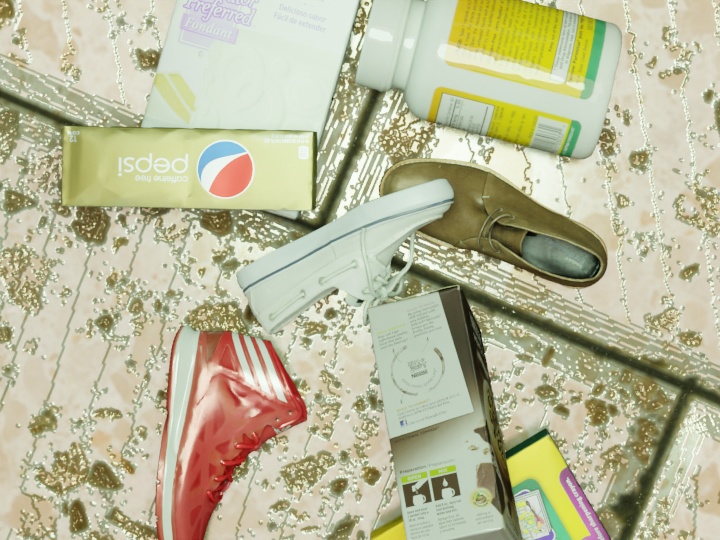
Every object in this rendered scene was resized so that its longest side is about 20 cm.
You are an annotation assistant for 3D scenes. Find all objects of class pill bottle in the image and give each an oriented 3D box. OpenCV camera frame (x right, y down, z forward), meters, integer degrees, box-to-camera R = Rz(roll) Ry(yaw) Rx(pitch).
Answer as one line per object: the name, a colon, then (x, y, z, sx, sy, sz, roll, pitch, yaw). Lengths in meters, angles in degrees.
pill bottle: (0.101, -0.165, 1.715, 0.199, 0.113, 0.114, 14, 92, 1)

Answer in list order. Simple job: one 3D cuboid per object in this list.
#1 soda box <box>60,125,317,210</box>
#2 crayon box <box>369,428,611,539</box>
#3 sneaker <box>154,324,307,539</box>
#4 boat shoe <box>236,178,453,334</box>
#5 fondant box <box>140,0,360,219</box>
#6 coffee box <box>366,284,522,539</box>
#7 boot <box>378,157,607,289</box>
soda box: (-0.134, -0.081, 1.687, 0.198, 0.068, 0.065, 1, 93, 2)
crayon box: (0.129, 0.260, 1.753, 0.172, 0.058, 0.201, -30, 90, 3)
sneaker: (-0.103, 0.149, 1.745, 0.115, 0.078, 0.202, 4, 93, 2)
boat shoe: (-0.003, 0.001, 1.717, 0.201, 0.075, 0.087, -26, 83, 20)
fondant box: (-0.092, -0.157, 1.746, 0.143, 0.058, 0.201, 16, 91, 1)
coffee box: (0.068, 0.129, 1.685, 0.079, 0.113, 0.201, -14, 67, 8)
boot: (0.109, -0.040, 1.738, 0.199, 0.075, 0.074, 21, 96, 3)
